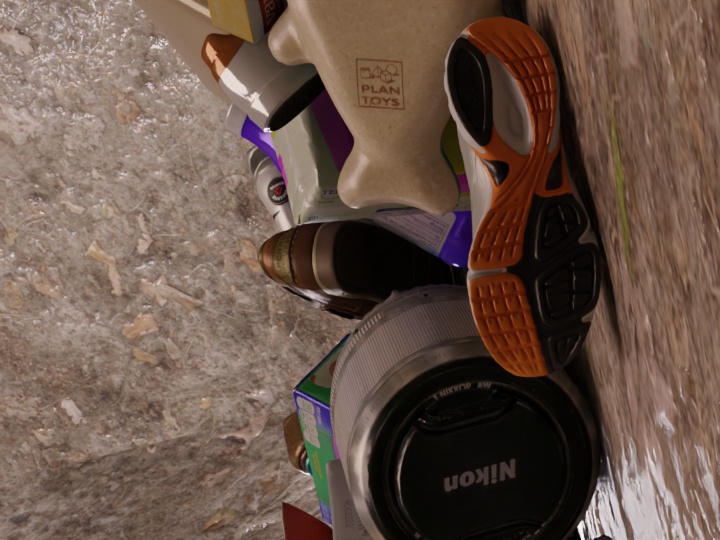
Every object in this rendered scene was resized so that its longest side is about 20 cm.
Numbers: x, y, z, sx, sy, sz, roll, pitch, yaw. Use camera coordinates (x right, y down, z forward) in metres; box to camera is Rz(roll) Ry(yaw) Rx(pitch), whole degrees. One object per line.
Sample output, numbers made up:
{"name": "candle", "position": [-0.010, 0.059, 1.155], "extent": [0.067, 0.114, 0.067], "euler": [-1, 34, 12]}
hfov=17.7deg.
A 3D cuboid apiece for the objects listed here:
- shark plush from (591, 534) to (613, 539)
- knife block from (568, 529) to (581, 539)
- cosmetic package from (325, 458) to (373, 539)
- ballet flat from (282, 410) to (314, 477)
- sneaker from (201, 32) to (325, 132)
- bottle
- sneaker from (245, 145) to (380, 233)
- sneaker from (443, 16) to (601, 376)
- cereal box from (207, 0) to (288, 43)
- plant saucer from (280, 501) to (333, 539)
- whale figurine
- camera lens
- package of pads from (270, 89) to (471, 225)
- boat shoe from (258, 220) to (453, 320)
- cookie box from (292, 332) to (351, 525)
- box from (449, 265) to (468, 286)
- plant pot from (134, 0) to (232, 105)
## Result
{"name": "shark plush", "position": [0.167, 0.221, 1.419], "extent": [0.083, 0.091, 0.200], "euler": [57, 158, -7]}
{"name": "knife block", "position": [0.150, 0.282, 1.629], "extent": [0.176, 0.064, 0.201], "euler": [79, 178, -64]}
{"name": "cosmetic package", "position": [0.025, 0.233, 1.700], "extent": [0.200, 0.071, 0.102], "euler": [79, -177, -46]}
{"name": "ballet flat", "position": [0.019, 0.091, 1.894], "extent": [0.072, 0.200, 0.068], "euler": [52, 176, 39]}
{"name": "sneaker", "position": [-0.018, -0.178, 1.457], "extent": [0.085, 0.200, 0.073], "euler": [43, 154, 11]}
{"name": "bottle", "position": [0.004, -0.073, 1.591], "extent": [0.065, 0.200, 0.084], "euler": [-63, -5, 13]}
{"name": "sneaker", "position": [-0.013, -0.034, 1.727], "extent": [0.200, 0.074, 0.089], "euler": [15, -127, -56]}
{"name": "sneaker", "position": [0.092, -0.042, 1.297], "extent": [0.092, 0.075, 0.201], "euler": [-64, -32, -83]}
{"name": "cereal box", "position": [-0.024, -0.249, 1.391], "extent": [0.039, 0.200, 0.144], "euler": [27, 145, 32]}
{"name": "plant saucer", "position": [-0.020, 0.284, 1.733], "extent": [0.200, 0.037, 0.201], "euler": [72, -170, -74]}
{"name": "whale figurine", "position": [0.026, -0.136, 1.381], "extent": [0.104, 0.159, 0.201], "euler": [-54, -36, -62]}
{"name": "camera lens", "position": [0.064, 0.103, 1.517], "extent": [0.200, 0.159, 0.160], "euler": [-113, 10, -75]}
{"name": "package of pads", "position": [0.011, -0.131, 1.528], "extent": [0.068, 0.154, 0.200], "euler": [122, 137, -55]}
{"name": "boat shoe", "position": [0.000, 0.000, 1.646], "extent": [0.200, 0.068, 0.072], "euler": [28, -115, -58]}
{"name": "cookie box", "position": [0.057, 0.162, 1.768], "extent": [0.200, 0.075, 0.171], "euler": [26, 147, 29]}
{"name": "box", "position": [0.069, -0.075, 1.751], "extent": [0.193, 0.047, 0.200], "euler": [-112, 9, -55]}
{"name": "plant pot", "position": [-0.049, -0.217, 1.684], "extent": [0.200, 0.200, 0.177], "euler": [50, 178, -41]}
